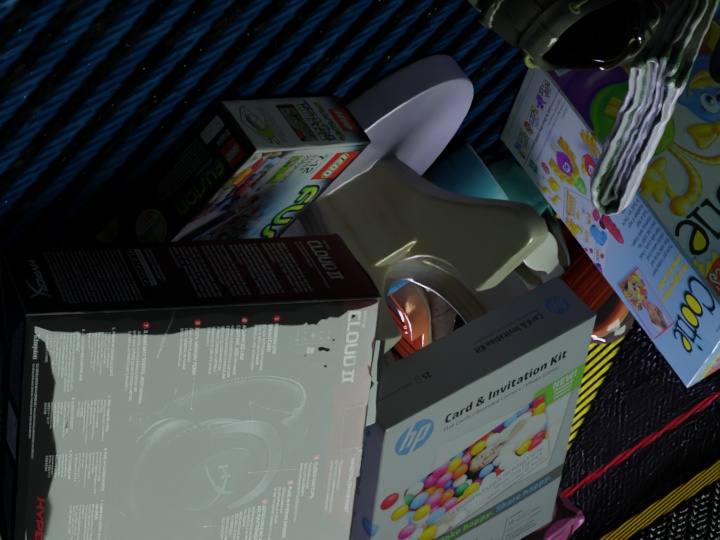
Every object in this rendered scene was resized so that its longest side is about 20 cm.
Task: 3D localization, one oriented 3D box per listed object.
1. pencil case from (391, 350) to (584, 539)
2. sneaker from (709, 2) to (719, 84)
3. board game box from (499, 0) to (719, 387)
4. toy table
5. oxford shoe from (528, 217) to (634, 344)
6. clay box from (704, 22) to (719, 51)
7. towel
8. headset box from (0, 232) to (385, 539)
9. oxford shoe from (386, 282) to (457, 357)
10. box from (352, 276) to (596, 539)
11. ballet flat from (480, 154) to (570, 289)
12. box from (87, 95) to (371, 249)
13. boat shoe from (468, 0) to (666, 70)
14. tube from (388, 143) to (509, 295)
[{"bbox_3d":[0.065,0.151,1.722,0.094,0.200,0.091,-52,165,13],"label":"pencil case"},{"bbox_3d":[0.245,-0.161,1.298,0.078,0.066,0.200,-24,160,-17],"label":"sneaker"},{"bbox_3d":[0.191,-0.051,1.409,0.103,0.200,0.105,-29,163,-20],"label":"board game box"},{"bbox_3d":[0.014,-0.012,1.314,0.184,0.117,0.200,-20,159,-42],"label":"toy table"},{"bbox_3d":[0.162,0.017,1.604,0.071,0.073,0.200,-47,-164,5],"label":"oxford shoe"},{"bbox_3d":[0.262,-0.197,1.414,0.115,0.048,0.200,-27,162,-21],"label":"clay box"},{"bbox_3d":[0.176,-0.143,1.263,0.149,0.031,0.200,107,7,-61],"label":"towel"},{"bbox_3d":[-0.082,0.065,1.175,0.199,0.077,0.149,-4,119,-19],"label":"headset box"},{"bbox_3d":[0.047,0.019,1.554,0.073,0.071,0.200,-42,167,-9],"label":"oxford shoe"},{"bbox_3d":[0.057,0.111,1.372,0.156,0.041,0.200,-26,144,-27],"label":"box"},{"bbox_3d":[0.105,-0.020,1.552,0.067,0.070,0.200,-37,164,4],"label":"ballet flat"},{"bbox_3d":[-0.094,-0.015,1.233,0.200,0.035,0.110,-45,162,28],"label":"box"},{"bbox_3d":[0.123,-0.139,1.275,0.072,0.060,0.202,-42,162,22],"label":"boat shoe"},{"bbox_3d":[0.000,0.000,1.428,0.200,0.050,0.077,-36,-162,1],"label":"tube"}]
